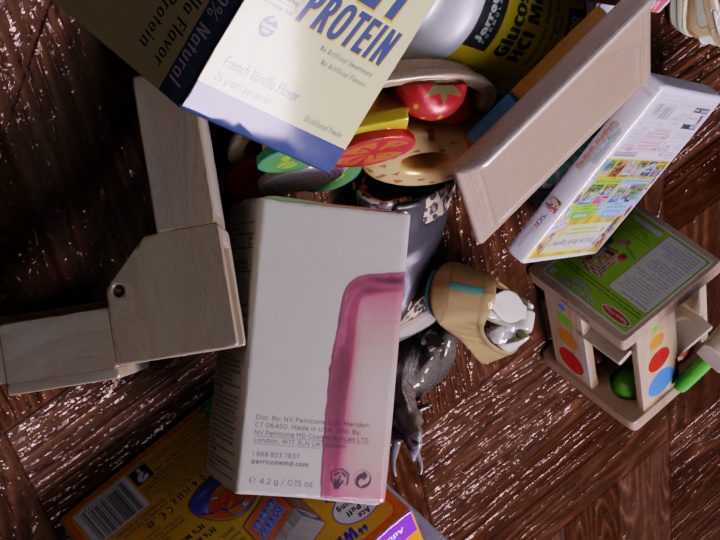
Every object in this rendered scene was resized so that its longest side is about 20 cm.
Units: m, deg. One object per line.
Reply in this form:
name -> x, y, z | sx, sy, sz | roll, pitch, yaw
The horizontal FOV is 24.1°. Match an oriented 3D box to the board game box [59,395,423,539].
board game box -> -0.075, 0.242, 1.327 | 0.200, 0.200, 0.200 | -38, 142, -15

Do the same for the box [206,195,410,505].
box -> -0.039, 0.054, 1.179 | 0.108, 0.128, 0.202 | 6, 89, -14

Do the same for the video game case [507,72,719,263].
video game case -> 0.216, -0.084, 1.411 | 0.182, 0.023, 0.200 | -53, 163, 18

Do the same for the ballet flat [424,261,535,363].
ballet flat -> 0.111, 0.040, 1.388 | 0.200, 0.063, 0.069 | 25, 70, -67

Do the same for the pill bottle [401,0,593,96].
pill bottle -> 0.068, -0.190, 1.180 | 0.199, 0.112, 0.113 | 7, 116, -50

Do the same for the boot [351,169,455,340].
boot -> 0.000, 0.000, 1.307 | 0.199, 0.073, 0.151 | -24, 138, -37

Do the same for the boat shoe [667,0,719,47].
boat shoe -> 0.303, -0.271, 1.393 | 0.071, 0.076, 0.201 | -35, 141, -20

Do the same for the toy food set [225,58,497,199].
toy food set -> 0.000, -0.092, 1.170 | 0.197, 0.049, 0.200 | -12, 169, -4

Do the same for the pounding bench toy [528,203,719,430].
pounding bench toy -> 0.272, 0.064, 1.547 | 0.124, 0.200, 0.156 | -37, 141, -18

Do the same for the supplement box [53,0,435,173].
supplement box -> -0.064, -0.201, 0.956 | 0.134, 0.200, 0.201 | 20, 106, -52

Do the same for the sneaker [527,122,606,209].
sneaker -> 0.150, -0.073, 1.408 | 0.199, 0.074, 0.088 | -15, 136, -40

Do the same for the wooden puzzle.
wooden puzzle -> 0.136, -0.113, 1.202 | 0.185, 0.037, 0.200 | -44, 167, -4

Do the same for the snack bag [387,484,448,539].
snack bag -> -0.013, 0.275, 1.434 | 0.200, 0.188, 0.021 | -46, 145, -7

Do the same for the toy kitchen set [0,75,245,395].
toy kitchen set -> -0.186, -0.017, 1.113 | 0.198, 0.182, 0.163 | -9, 178, -1

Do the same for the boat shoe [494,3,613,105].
boat shoe -> 0.135, -0.187, 1.298 | 0.068, 0.072, 0.201 | -6, 132, -46

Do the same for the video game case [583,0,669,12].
video game case -> 0.121, -0.245, 1.170 | 0.199, 0.144, 0.017 | -2, 145, -46

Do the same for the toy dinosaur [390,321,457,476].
toy dinosaur -> 0.051, 0.071, 1.437 | 0.200, 0.077, 0.103 | -58, 164, -52
